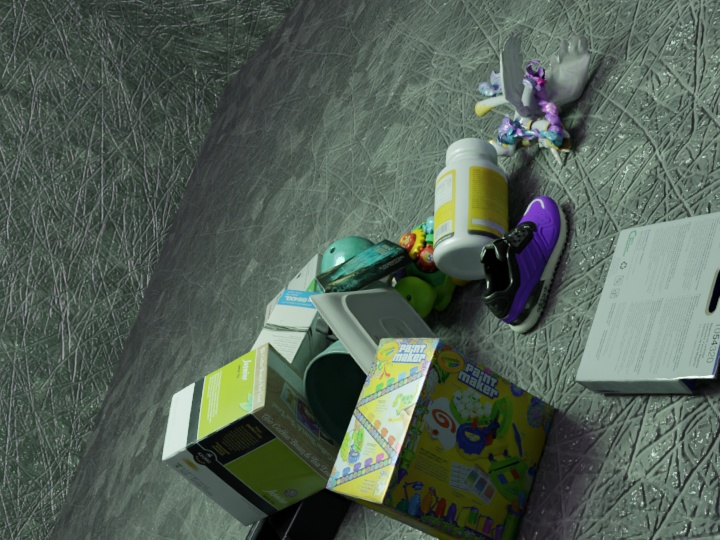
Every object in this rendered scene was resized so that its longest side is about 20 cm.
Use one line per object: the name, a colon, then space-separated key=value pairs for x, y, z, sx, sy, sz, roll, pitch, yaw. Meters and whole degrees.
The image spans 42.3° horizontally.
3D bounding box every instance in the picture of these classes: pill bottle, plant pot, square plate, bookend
pill bottle: x=0.167 y=-0.096 z=1.406 sx=0.112 sy=0.111 sz=0.202 roll=-35 pitch=41 yaw=48
plant pot: x=0.035 y=0.164 z=1.353 sx=0.200 sy=0.201 sz=0.134 roll=-38 pitch=5 yaw=45
square plate: x=0.049 y=0.095 z=1.254 sx=0.200 sy=0.197 sz=0.028 roll=51 pitch=116 yaw=22
bookend: x=-0.089 y=0.415 z=1.423 sx=0.200 sy=0.092 sz=0.200 roll=-62 pitch=23 yaw=-2

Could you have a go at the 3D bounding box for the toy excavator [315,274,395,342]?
toy excavator: x=0.028 y=0.042 z=1.528 sx=0.201 sy=0.099 sz=0.195 roll=-64 pitch=-16 yaw=-8

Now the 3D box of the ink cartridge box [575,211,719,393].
ink cartridge box: x=0.336 y=0.036 z=1.003 sx=0.199 sy=0.043 sz=0.198 roll=-10 pitch=53 yaw=60

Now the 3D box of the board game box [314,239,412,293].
board game box: x=0.000 y=0.000 z=1.416 sx=0.134 sy=0.028 sz=0.200 roll=-28 pitch=8 yaw=-4

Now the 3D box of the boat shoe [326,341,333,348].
boat shoe: x=-0.022 y=0.199 z=1.554 sx=0.068 sy=0.073 sz=0.201 roll=-26 pitch=44 yaw=39

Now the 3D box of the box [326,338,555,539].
box: x=0.098 y=0.208 z=1.099 sx=0.122 sy=0.199 sz=0.194 roll=-6 pitch=58 yaw=57

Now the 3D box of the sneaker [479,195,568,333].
sneaker: x=0.214 y=-0.026 z=1.262 sx=0.069 sy=0.099 sz=0.202 roll=-20 pitch=47 yaw=56

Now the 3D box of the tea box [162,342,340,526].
tea box: x=-0.156 y=0.250 z=1.406 sx=0.196 sy=0.200 sz=0.134 roll=-28 pitch=35 yaw=19

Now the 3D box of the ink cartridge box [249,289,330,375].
ink cartridge box: x=-0.116 y=0.151 z=1.552 sx=0.201 sy=0.083 sz=0.147 roll=-63 pitch=-25 yaw=-49

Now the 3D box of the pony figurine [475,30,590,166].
pony figurine: x=0.256 y=-0.258 z=1.419 sx=0.200 sy=0.165 sz=0.195 roll=-164 pitch=70 yaw=-64

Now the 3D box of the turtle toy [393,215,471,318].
turtle toy: x=0.106 y=-0.003 z=1.473 sx=0.146 sy=0.101 sz=0.201 roll=-36 pitch=34 yaw=48

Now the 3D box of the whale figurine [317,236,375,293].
whale figurine: x=-0.037 y=0.023 z=1.713 sx=0.158 sy=0.104 sz=0.201 roll=0 pitch=51 yaw=50

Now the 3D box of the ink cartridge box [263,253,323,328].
ink cartridge box: x=-0.113 y=0.088 z=1.871 sx=0.200 sy=0.084 sz=0.147 roll=-44 pitch=29 yaw=37
